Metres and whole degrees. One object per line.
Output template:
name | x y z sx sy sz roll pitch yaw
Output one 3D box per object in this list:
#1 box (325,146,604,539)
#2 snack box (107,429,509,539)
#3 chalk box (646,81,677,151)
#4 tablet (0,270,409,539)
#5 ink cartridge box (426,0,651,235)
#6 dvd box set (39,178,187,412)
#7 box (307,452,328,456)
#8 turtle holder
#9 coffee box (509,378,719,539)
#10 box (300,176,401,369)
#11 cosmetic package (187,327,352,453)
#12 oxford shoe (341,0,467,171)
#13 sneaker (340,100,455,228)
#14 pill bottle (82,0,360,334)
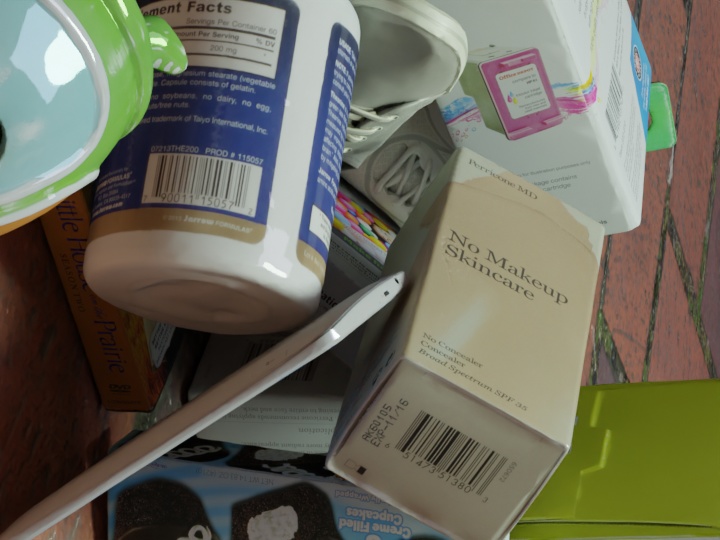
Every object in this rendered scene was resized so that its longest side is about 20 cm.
box | 0.054 0.034 1.263 0.078 0.095 0.200 -57 -170 32
snack box | -0.027 0.150 1.296 0.037 0.199 0.116 -43 137 -66
chalk box | 0.104 -0.094 1.719 0.125 0.199 0.124 73 25 -47
tablet | -0.072 0.064 1.202 0.014 0.200 0.130 57 19 -1
ink cartridge box | 0.087 -0.134 1.394 0.145 0.084 0.200 -79 153 -47
dvd box set | -0.116 -0.051 1.291 0.146 0.029 0.200 -71 157 -44
box | -0.017 0.115 1.340 0.041 0.199 0.039 -25 109 -73
turtle holder | -0.158 -0.092 0.966 0.132 0.141 0.186 -55 156 -32
coffee box | 0.120 0.187 1.440 0.200 0.199 0.198 -65 150 -66
box | 0.000 0.000 1.420 0.041 0.156 0.200 -49 -172 13
cosmetic package | -0.027 0.128 1.483 0.074 0.101 0.200 -69 156 -51
oxford shoe | -0.002 -0.091 1.321 0.058 0.075 0.200 -62 -168 -21
sneaker | 0.047 -0.044 1.463 0.200 0.075 0.081 35 24 -23
pill bottle | -0.060 -0.079 1.221 0.111 0.111 0.200 52 44 -65
